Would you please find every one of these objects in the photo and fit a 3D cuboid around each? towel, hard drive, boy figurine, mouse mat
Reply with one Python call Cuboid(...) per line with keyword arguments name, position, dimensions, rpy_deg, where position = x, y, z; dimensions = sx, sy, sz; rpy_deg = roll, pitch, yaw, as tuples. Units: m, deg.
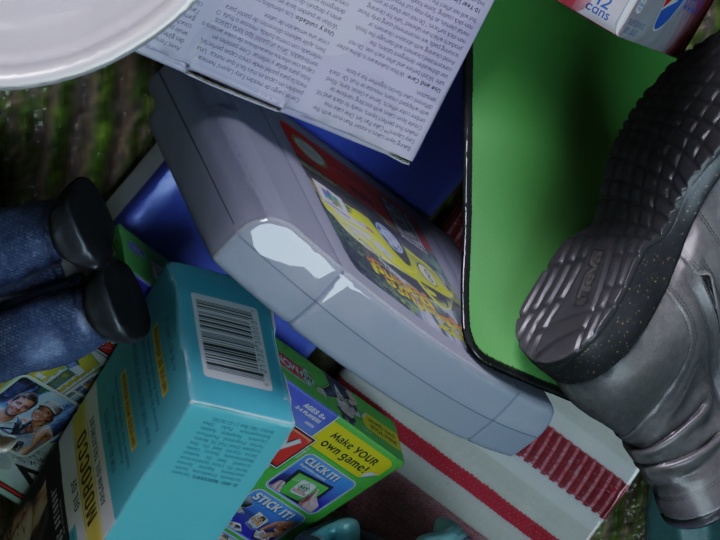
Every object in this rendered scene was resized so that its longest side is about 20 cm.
Cuboid(name="towel", position=(0.071, 0.056, 1.238), dimensions=(0.144, 0.023, 0.200), rpy_deg=(36, 105, 3))
Cuboid(name="hard drive", position=(-0.023, -0.045, 1.165), dimensions=(0.200, 0.025, 0.132), rpy_deg=(-49, 131, 10))
Cuboid(name="boy figurine", position=(-0.191, 0.024, 1.078), dimensions=(0.199, 0.064, 0.125), rpy_deg=(-20, 97, 9))
Cuboid(name="mouse mat", position=(0.100, -0.032, 1.154), dimensions=(0.160, 0.201, 0.008), rpy_deg=(23, 149, -38))

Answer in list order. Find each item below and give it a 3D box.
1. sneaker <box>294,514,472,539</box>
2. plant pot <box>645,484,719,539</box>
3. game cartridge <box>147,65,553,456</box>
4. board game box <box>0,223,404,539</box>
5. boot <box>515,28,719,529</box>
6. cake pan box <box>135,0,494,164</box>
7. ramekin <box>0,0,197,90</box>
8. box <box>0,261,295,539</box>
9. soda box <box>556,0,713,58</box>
Cuboid(name="sneaker", position=(-0.018, 0.158, 1.251), dimensions=(0.199, 0.078, 0.087), rpy_deg=(-13, 108, 29))
Cuboid(name="plant pot", position=(0.233, 0.121, 1.271), dimensions=(0.188, 0.200, 0.201), rpy_deg=(6, 122, -58))
Cuboid(name="game cartridge", position=(0.000, 0.000, 1.102), dimensions=(0.041, 0.133, 0.200), rpy_deg=(-40, 134, 17))
Cuboid(name="board game box", position=(-0.091, 0.070, 1.185), dimensions=(0.134, 0.029, 0.200), rpy_deg=(-34, 134, 20))
Cuboid(name="boot", position=(0.155, -0.001, 1.125), dimensions=(0.200, 0.070, 0.132), rpy_deg=(-53, 124, -13))
Cuboid(name="cake pan box", position=(-0.022, -0.159, 1.044), dimensions=(0.199, 0.052, 0.185), rpy_deg=(19, 100, -34))
Cuboid(name="ramekin", position=(-0.127, -0.168, 0.923), dimensions=(0.199, 0.105, 0.202), rpy_deg=(0, 100, -3))
Cuboid(name="box", position=(-0.098, 0.095, 1.127), dimensions=(0.049, 0.083, 0.200), rpy_deg=(14, 130, -26))
Cuboid(name="soda box", position=(0.106, -0.132, 1.070), dimensions=(0.064, 0.070, 0.200), rpy_deg=(-61, 170, 9))
